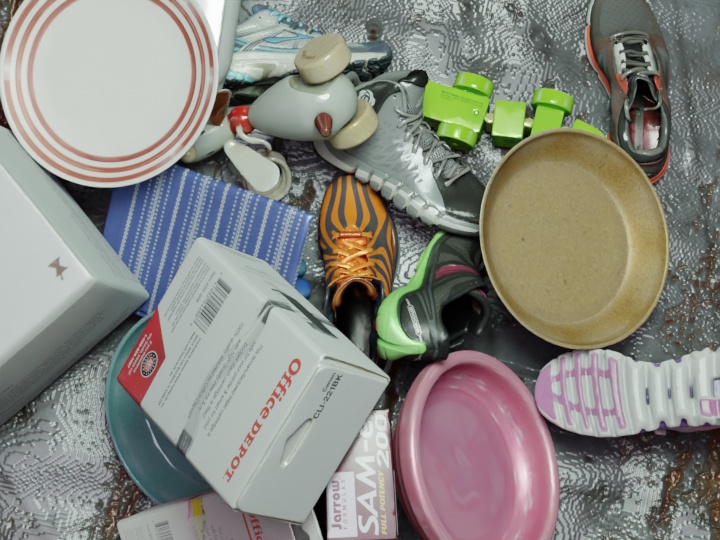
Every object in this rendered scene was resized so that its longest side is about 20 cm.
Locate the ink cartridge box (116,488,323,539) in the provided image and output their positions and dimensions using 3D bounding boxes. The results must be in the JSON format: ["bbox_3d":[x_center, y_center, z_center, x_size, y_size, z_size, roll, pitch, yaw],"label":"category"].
[{"bbox_3d":[-0.098,0.238,1.493,0.200,0.067,0.117,-19,87,31],"label":"ink cartridge box"}]

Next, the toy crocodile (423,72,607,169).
[{"bbox_3d":[0.133,-0.138,1.652,0.200,0.062,0.068,13,78,6],"label":"toy crocodile"}]

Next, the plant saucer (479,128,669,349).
[{"bbox_3d":[0.186,-0.026,1.588,0.200,0.035,0.200,5,79,-25],"label":"plant saucer"}]

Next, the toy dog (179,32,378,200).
[{"bbox_3d":[-0.078,-0.124,1.558,0.132,0.096,0.200,42,122,-18],"label":"toy dog"}]

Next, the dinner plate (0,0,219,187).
[{"bbox_3d":[-0.218,-0.172,1.542,0.200,0.024,0.200,0,89,12],"label":"dinner plate"}]

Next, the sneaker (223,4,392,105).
[{"bbox_3d":[-0.070,-0.211,1.649,0.200,0.078,0.086,-4,74,-3],"label":"sneaker"}]

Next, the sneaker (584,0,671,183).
[{"bbox_3d":[0.261,-0.183,1.650,0.077,0.082,0.200,-8,78,-4],"label":"sneaker"}]

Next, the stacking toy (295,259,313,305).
[{"bbox_3d":[-0.069,0.050,1.591,0.085,0.085,0.200,-17,82,-6],"label":"stacking toy"}]

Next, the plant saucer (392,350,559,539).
[{"bbox_3d":[0.095,0.172,1.536,0.051,0.200,0.201,-19,74,39],"label":"plant saucer"}]

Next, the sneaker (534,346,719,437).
[{"bbox_3d":[0.258,0.115,1.586,0.200,0.088,0.081,-2,75,11],"label":"sneaker"}]

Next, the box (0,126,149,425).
[{"bbox_3d":[-0.332,0.005,1.524,0.199,0.171,0.200,-40,81,4],"label":"box"}]

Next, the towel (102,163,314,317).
[{"bbox_3d":[-0.144,-0.014,1.573,0.200,0.024,0.145,20,105,20],"label":"towel"}]

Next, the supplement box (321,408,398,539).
[{"bbox_3d":[-0.003,0.184,1.498,0.061,0.200,0.109,-3,78,-1],"label":"supplement box"}]

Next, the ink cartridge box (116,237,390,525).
[{"bbox_3d":[-0.089,0.088,1.417,0.200,0.084,0.144,42,105,45],"label":"ink cartridge box"}]

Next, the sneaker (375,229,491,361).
[{"bbox_3d":[0.081,0.026,1.564,0.084,0.077,0.200,14,37,19],"label":"sneaker"}]

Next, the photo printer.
[{"bbox_3d":[-0.188,-0.253,1.589,0.166,0.069,0.200,8,91,5],"label":"photo printer"}]

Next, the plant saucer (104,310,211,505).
[{"bbox_3d":[-0.131,0.123,1.556,0.200,0.036,0.200,5,101,24],"label":"plant saucer"}]

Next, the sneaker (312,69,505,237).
[{"bbox_3d":[0.055,-0.118,1.597,0.200,0.075,0.116,28,119,14],"label":"sneaker"}]

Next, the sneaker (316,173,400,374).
[{"bbox_3d":[0.000,0.000,1.583,0.078,0.112,0.200,-7,77,1],"label":"sneaker"}]
